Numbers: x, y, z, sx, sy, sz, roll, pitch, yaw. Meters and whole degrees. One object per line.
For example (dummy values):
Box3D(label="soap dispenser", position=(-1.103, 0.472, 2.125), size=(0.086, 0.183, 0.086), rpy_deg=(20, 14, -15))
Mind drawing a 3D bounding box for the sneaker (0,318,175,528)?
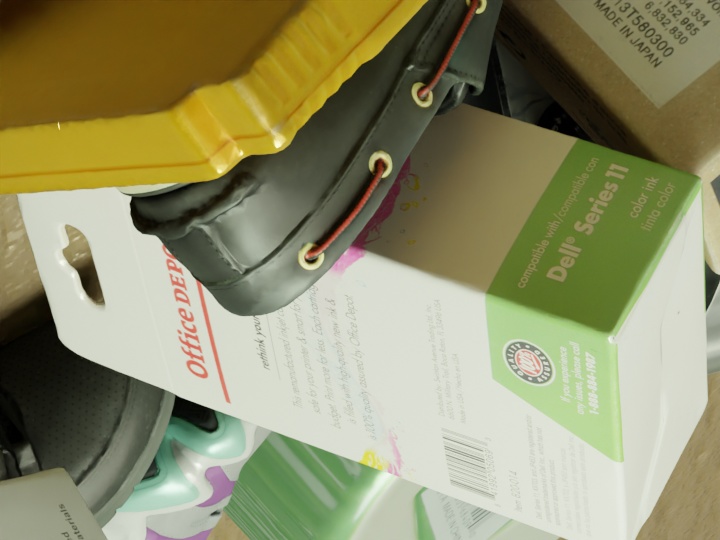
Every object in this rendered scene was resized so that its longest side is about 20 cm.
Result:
Box3D(label="sneaker", position=(-0.152, 0.078, 1.032), size=(0.200, 0.073, 0.082), rpy_deg=(-38, 154, -4))

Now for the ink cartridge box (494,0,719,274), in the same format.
Box3D(label="ink cartridge box", position=(0.106, -0.126, 0.911), size=(0.165, 0.200, 0.075), rpy_deg=(-40, 152, -2))

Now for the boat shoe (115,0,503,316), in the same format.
Box3D(label="boat shoe", position=(0.003, -0.071, 0.831), size=(0.063, 0.074, 0.201), rpy_deg=(54, 52, -25))

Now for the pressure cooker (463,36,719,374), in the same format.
Box3D(label="pressure cooker", position=(0.080, -0.043, 1.031), size=(0.200, 0.176, 0.179), rpy_deg=(-12, 139, -48))

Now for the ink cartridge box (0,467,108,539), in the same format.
Box3D(label="ink cartridge box", position=(-0.183, 0.151, 0.943), size=(0.200, 0.083, 0.145), rpy_deg=(-10, 150, -45))

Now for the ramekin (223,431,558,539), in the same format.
Box3D(label="ramekin", position=(0.030, 0.054, 1.196), size=(0.200, 0.098, 0.200), rpy_deg=(-30, 151, -19))

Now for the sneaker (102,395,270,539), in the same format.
Box3D(label="sneaker", position=(-0.081, 0.106, 1.135), size=(0.200, 0.078, 0.140), rpy_deg=(-35, 138, 12))

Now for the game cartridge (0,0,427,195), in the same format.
Box3D(label="game cartridge", position=(-0.022, -0.094, 0.800), size=(0.200, 0.176, 0.032), rpy_deg=(-50, 116, -25))

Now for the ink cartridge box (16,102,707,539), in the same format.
Box3D(label="ink cartridge box", position=(0.000, 0.000, 0.886), size=(0.067, 0.200, 0.117), rpy_deg=(-58, 156, -31))
